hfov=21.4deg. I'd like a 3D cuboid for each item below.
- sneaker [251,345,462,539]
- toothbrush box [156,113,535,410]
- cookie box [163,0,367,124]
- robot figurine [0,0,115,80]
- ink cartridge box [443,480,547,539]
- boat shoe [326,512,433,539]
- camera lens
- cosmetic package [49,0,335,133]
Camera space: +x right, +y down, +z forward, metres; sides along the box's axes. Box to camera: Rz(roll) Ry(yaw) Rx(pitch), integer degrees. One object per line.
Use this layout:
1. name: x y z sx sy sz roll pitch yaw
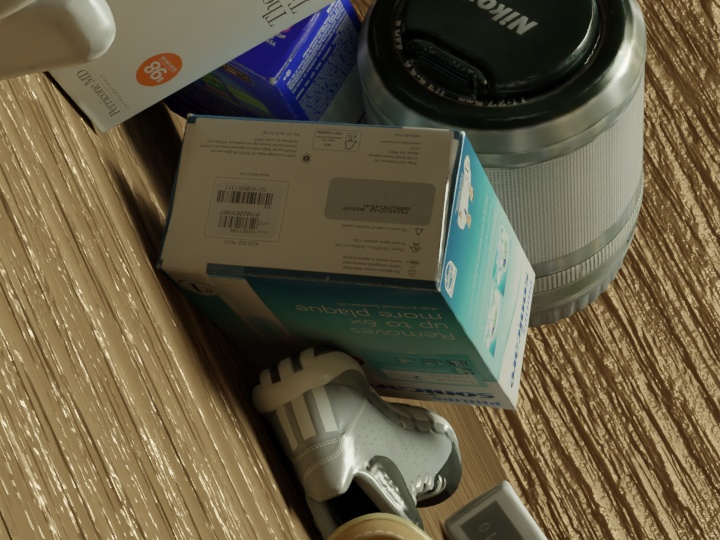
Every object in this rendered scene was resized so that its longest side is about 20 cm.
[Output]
1. sneaker: 0.011 0.126 1.016 0.200 0.075 0.116 37 27 -56
2. toothbrush box: 0.000 0.000 0.990 0.200 0.145 0.086 53 44 -66
3. cookie box: -0.069 -0.131 1.145 0.171 0.075 0.200 31 -11 23
4. robot figurine: -0.140 -0.151 0.582 0.201 0.112 0.170 60 33 -36
5. ink cartridge box: 0.121 0.218 0.967 0.201 0.043 0.174 55 -6 25
6. boat shoe: 0.040 0.198 0.812 0.201 0.071 0.065 64 3 5
7. camera lens: 0.084 -0.081 1.102 0.201 0.159 0.161 80 -13 -53
8. cosmetic package: -0.101 -0.161 0.872 0.052 0.150 0.200 65 6 30
